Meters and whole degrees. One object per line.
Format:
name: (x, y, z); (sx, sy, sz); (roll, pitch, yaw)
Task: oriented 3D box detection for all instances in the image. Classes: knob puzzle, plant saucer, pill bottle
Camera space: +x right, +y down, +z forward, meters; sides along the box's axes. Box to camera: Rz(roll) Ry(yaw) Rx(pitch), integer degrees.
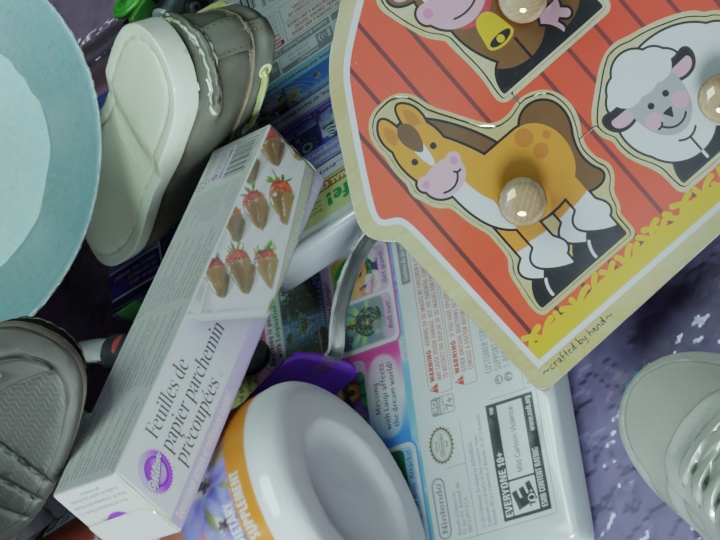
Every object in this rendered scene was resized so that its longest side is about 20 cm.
knob puzzle: (0.074, -0.082, 0.903); (0.218, 0.030, 0.221); (0, 92, 2)
plant saucer: (-0.207, -0.052, 1.037); (0.200, 0.039, 0.202); (-1, 87, 17)
pill bottle: (-0.078, 0.140, 0.931); (0.200, 0.112, 0.113); (-33, 51, 23)

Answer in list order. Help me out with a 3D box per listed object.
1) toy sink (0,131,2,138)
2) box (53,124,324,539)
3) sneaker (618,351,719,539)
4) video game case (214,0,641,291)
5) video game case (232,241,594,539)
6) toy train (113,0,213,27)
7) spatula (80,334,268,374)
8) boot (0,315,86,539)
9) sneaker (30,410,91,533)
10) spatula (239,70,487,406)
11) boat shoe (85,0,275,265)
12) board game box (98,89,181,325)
toy sink: (-0.218, -0.044, 1.164); (0.112, 0.200, 0.130); (43, 98, 14)
box: (-0.067, 0.023, 0.912); (0.041, 0.039, 0.201); (-24, 33, 39)
sneaker: (0.162, 0.085, 0.818); (0.077, 0.081, 0.200); (-56, 45, 5)
video game case: (0.021, -0.109, 1.012); (0.200, 0.022, 0.183); (-33, 46, 17)
video game case: (0.007, 0.047, 0.984); (0.181, 0.024, 0.201); (-20, 65, 29)
toy train: (-0.061, -0.194, 1.142); (0.056, 0.042, 0.201); (3, 57, 52)
spatula: (-0.129, 0.042, 1.038); (0.199, 0.021, 0.057); (-3, 47, 32)
boot: (-0.162, 0.076, 0.945); (0.200, 0.073, 0.151); (-60, 3, 26)
sneaker: (-0.129, 0.094, 1.073); (0.088, 0.075, 0.200); (-41, 58, 9)
spatula: (0.000, 0.000, 0.945); (0.021, 0.056, 0.201); (36, 102, 32)
boat shoe: (-0.091, -0.061, 1.029); (0.072, 0.060, 0.202); (62, 154, 12)
board game box: (-0.049, -0.071, 1.102); (0.199, 0.034, 0.136); (-29, 54, 27)
